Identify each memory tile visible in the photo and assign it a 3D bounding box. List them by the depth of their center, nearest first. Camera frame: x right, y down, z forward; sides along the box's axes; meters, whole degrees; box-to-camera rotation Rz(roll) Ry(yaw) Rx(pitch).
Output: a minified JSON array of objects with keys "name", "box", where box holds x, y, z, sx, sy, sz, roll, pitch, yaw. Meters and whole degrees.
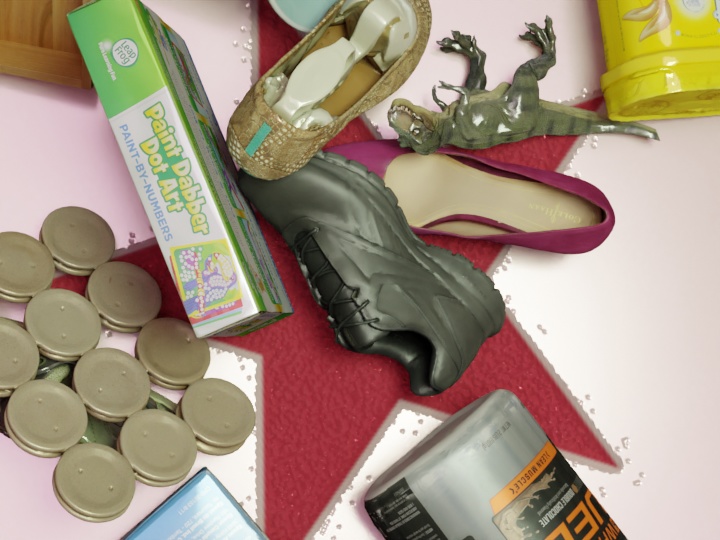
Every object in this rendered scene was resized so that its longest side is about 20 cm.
[{"name":"memory tile","box":[-0.171,0.054,1.139,0.153,0.017,0.200,-29,71,-39]}]

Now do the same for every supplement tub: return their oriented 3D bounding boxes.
[{"name":"supplement tub","box":[0.105,0.186,1.154,0.122,0.123,0.200,-38,90,-8]}]

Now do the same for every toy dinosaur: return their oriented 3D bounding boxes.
[{"name":"toy dinosaur","box":[0.099,-0.120,1.220,0.199,0.047,0.089,-4,72,-21]}]

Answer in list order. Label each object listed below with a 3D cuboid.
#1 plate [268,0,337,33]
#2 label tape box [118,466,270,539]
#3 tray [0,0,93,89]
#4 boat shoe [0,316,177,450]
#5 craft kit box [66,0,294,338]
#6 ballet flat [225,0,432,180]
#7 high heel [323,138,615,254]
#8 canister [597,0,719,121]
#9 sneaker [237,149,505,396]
[{"name":"plate","box":[-0.010,-0.249,1.165,0.025,0.200,0.201,25,81,29]},{"name":"label tape box","box":[-0.087,0.246,1.159,0.143,0.066,0.200,-40,92,-8]},{"name":"tray","box":[-0.207,-0.213,1.133,0.098,0.201,0.037,11,38,4]},{"name":"boat shoe","box":[-0.198,0.077,1.161,0.200,0.066,0.072,24,82,-4]},{"name":"craft kit box","box":[-0.104,-0.057,1.117,0.048,0.198,0.201,-22,86,0]},{"name":"ballet flat","box":[-0.007,-0.132,1.147,0.070,0.065,0.200,38,57,-1]},{"name":"high heel","box":[0.065,-0.053,1.185,0.199,0.096,0.068,8,84,-5]},{"name":"canister","box":[0.221,-0.208,1.215,0.148,0.087,0.201,-5,83,-19]},{"name":"sneaker","box":[0.000,0.000,1.164,0.200,0.076,0.091,37,58,-7]}]
